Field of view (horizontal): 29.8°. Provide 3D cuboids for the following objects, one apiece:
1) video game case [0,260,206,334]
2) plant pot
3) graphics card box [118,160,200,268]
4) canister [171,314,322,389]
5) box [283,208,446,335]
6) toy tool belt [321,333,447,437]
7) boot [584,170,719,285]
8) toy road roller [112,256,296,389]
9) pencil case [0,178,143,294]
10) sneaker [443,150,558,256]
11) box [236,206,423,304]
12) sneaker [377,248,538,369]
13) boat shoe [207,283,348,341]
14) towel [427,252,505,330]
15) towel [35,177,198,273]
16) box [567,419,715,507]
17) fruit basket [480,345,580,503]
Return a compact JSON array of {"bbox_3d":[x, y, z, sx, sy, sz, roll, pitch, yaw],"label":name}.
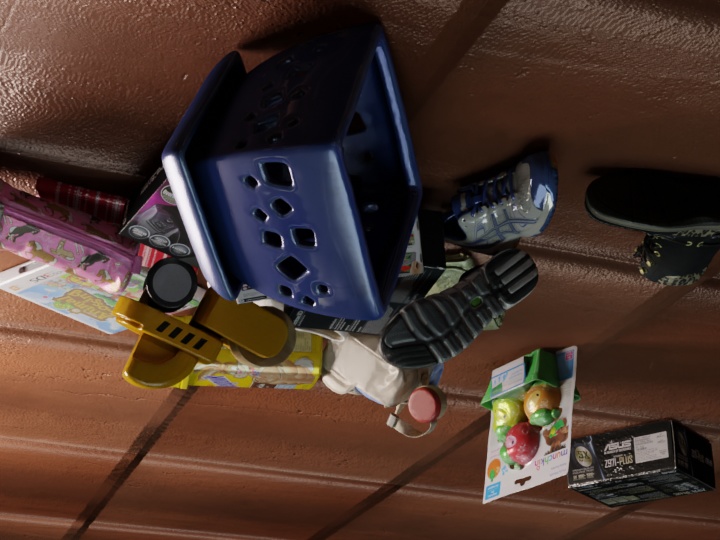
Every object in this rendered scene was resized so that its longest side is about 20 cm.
[{"bbox_3d":[-0.329,0.023,1.727,0.182,0.022,0.200,-18,150,33],"label":"video game case"},{"bbox_3d":[-0.062,-0.088,1.233,0.180,0.200,0.200,-1,130,18],"label":"plant pot"},{"bbox_3d":[-0.153,-0.082,1.417,0.125,0.051,0.200,24,138,-26],"label":"graphics card box"},{"bbox_3d":[-0.158,0.114,1.829,0.200,0.087,0.149,3,166,-8],"label":"canister"},{"bbox_3d":[0.000,0.000,1.546,0.141,0.079,0.200,5,154,-15],"label":"box"},{"bbox_3d":[0.053,0.134,1.796,0.200,0.125,0.123,29,-163,29],"label":"toy tool belt"},{"bbox_3d":[0.329,-0.040,1.517,0.203,0.074,0.154,2,150,-13],"label":"boot"},{"bbox_3d":[-0.187,0.082,1.538,0.200,0.146,0.123,27,171,-8],"label":"toy road roller"},{"bbox_3d":[-0.335,-0.041,1.468,0.200,0.087,0.083,23,118,-28],"label":"pencil case"},{"bbox_3d":[0.146,-0.068,1.467,0.088,0.075,0.200,8,153,-15],"label":"sneaker"},{"bbox_3d":[-0.038,-0.025,1.385,0.200,0.035,0.110,-9,143,0],"label":"box"},{"bbox_3d":[0.105,0.049,1.523,0.200,0.075,0.115,-30,180,-8],"label":"sneaker"},{"bbox_3d":[-0.099,0.049,1.722,0.200,0.069,0.071,13,154,-23],"label":"boat shoe"},{"bbox_3d":[0.096,0.035,1.731,0.148,0.037,0.200,-7,154,18],"label":"towel"},{"bbox_3d":[-0.275,-0.050,1.544,0.200,0.023,0.145,12,153,-9],"label":"towel"},{"bbox_3d":[0.475,0.330,2.294,0.200,0.086,0.164,-18,149,34],"label":"box"},{"bbox_3d":[0.235,0.218,1.931,0.094,0.200,0.185,30,145,-23],"label":"fruit basket"}]
